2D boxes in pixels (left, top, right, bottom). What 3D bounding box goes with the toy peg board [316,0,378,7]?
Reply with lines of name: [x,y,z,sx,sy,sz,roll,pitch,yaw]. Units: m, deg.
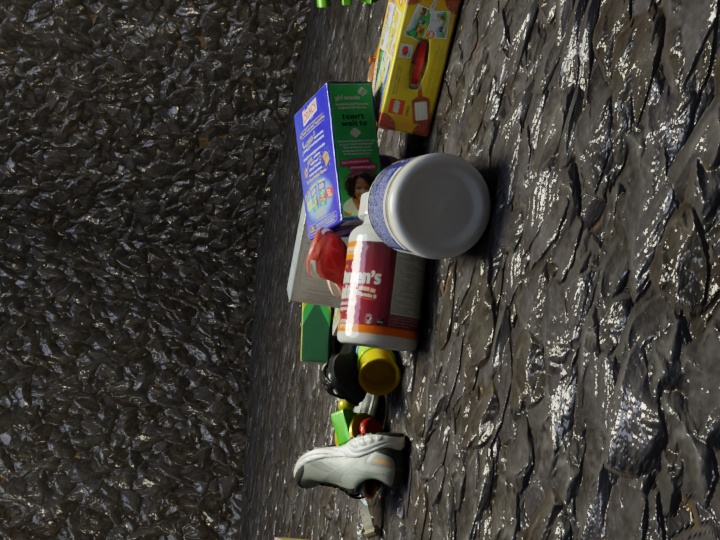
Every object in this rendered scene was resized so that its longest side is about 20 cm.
toy peg board: [-0.012,-0.547,1.729,0.199,0.199,0.098,-106,11,-65]

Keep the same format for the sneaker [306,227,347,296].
sneaker: [0.000,0.000,1.377,0.200,0.115,0.079,43,-115,-70]

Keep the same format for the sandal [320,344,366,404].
sandal: [-0.023,0.155,1.377,0.076,0.048,0.200,60,-170,-1]

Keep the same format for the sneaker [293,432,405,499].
sneaker: [-0.019,0.274,1.281,0.200,0.074,0.080,-25,63,41]

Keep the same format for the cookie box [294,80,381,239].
cookie box: [-0.032,-0.160,1.409,0.171,0.075,0.201,159,105,-69]

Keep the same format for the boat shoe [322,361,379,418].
boat shoe: [-0.014,0.190,1.487,0.202,0.064,0.075,-123,41,-70]

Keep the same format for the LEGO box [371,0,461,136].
LEGO box: [0.074,-0.318,1.371,0.149,0.077,0.201,-102,23,-63]

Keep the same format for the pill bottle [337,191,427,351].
pill bottle: [0.033,0.002,1.263,0.110,0.109,0.201,155,122,-77]

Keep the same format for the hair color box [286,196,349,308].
hair color box: [-0.057,-0.044,1.583,0.061,0.098,0.201,-114,34,-71]

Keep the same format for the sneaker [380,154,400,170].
sneaker: [0.016,-0.086,1.495,0.081,0.083,0.201,129,147,-70]

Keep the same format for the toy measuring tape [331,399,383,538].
toy measuring tape: [0.009,0.277,1.360,0.074,0.073,0.201,124,132,-67]

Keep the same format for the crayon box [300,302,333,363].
crayon box: [-0.078,0.078,1.810,0.200,0.058,0.174,-73,-14,-89]

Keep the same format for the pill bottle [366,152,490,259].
pill bottle: [0.070,-0.075,1.109,0.200,0.115,0.117,-161,79,-79]

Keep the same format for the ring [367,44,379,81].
ring: [0.022,-0.342,1.826,0.200,0.019,0.202,-172,90,-79]

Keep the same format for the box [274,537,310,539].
box: [-0.069,0.503,1.403,0.200,0.121,0.194,134,144,-72]

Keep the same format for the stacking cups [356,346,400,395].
stacking cups: [0.023,0.111,1.410,0.200,0.060,0.061,-95,16,-68]

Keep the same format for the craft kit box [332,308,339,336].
craft kit box: [-0.008,-0.013,1.679,0.200,0.048,0.199,114,158,-56]
